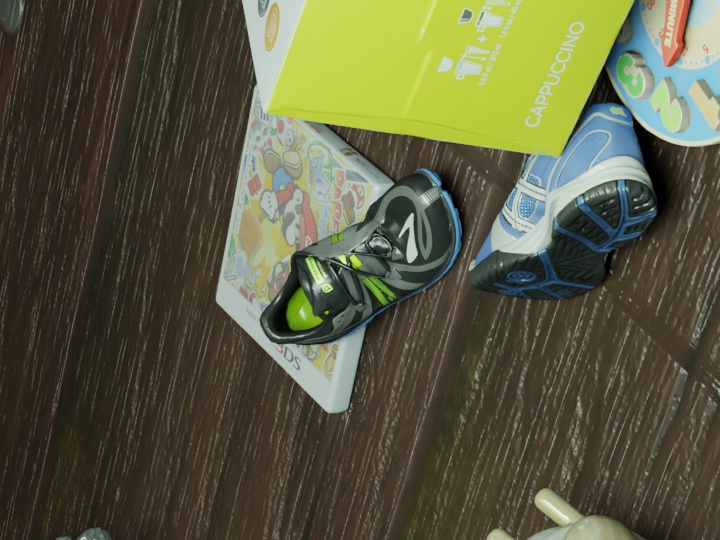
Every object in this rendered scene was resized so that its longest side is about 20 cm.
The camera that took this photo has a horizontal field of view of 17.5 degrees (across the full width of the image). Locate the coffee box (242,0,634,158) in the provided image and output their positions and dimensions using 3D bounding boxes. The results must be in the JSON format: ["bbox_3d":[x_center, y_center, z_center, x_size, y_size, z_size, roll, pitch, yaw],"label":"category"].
[{"bbox_3d":[0.050,-0.214,1.429,0.198,0.200,0.200,-102,26,-46],"label":"coffee box"}]

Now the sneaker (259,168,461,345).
[{"bbox_3d":[0.000,0.000,1.682,0.200,0.083,0.071,-41,75,38],"label":"sneaker"}]

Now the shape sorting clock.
[{"bbox_3d":[0.199,-0.175,1.405,0.200,0.039,0.200,15,108,54],"label":"shape sorting clock"}]

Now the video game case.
[{"bbox_3d":[-0.047,-0.019,1.818,0.182,0.023,0.200,42,129,44],"label":"video game case"}]

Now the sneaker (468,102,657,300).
[{"bbox_3d":[0.132,-0.038,1.514,0.200,0.076,0.077,138,136,-55],"label":"sneaker"}]

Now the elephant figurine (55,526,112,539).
[{"bbox_3d":[-0.204,0.326,2.038,0.200,0.142,0.155,31,152,32],"label":"elephant figurine"}]

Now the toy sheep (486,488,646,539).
[{"bbox_3d":[0.138,0.228,1.497,0.138,0.138,0.200,56,153,34],"label":"toy sheep"}]
